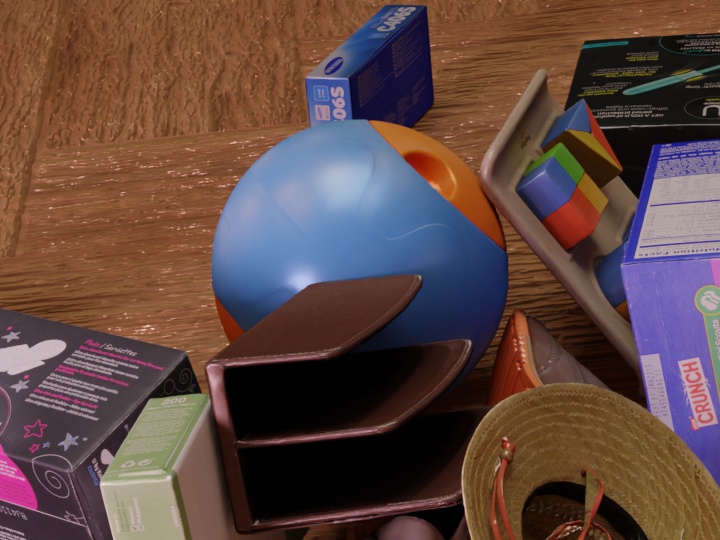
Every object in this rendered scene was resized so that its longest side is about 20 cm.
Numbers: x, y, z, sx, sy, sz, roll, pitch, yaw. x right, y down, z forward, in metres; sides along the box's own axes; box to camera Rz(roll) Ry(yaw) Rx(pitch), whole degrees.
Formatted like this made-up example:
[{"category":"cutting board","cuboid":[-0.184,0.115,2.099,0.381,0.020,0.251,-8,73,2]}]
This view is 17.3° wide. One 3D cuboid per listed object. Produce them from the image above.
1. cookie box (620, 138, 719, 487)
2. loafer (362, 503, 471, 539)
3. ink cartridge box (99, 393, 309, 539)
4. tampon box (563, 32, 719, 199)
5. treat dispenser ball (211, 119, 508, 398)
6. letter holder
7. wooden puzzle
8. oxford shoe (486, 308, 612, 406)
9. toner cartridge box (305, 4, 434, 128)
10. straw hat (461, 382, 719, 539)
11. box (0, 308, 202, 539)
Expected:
[{"category":"cookie box","cuboid":[0.223,0.030,1.496,0.075,0.172,0.200,-7,23,16]},{"category":"loafer","cuboid":[0.035,0.158,1.381,0.071,0.063,0.200,10,28,31]},{"category":"ink cartridge box","cuboid":[-0.085,0.135,1.356,0.048,0.147,0.200,-6,22,14]},{"category":"tampon box","cuboid":[0.237,-0.090,1.825,0.149,0.127,0.200,-1,24,12]},{"category":"treat dispenser ball","cuboid":[0.000,0.000,1.579,0.199,0.202,0.201,-5,23,2]},{"category":"letter holder","cuboid":[0.014,0.069,1.376,0.141,0.101,0.200,-7,10,17]},{"category":"wooden puzzle","cuboid":[0.169,-0.035,1.632,0.046,0.200,0.185,-31,11,27]},{"category":"oxford shoe","cuboid":[0.127,0.089,1.537,0.072,0.072,0.200,11,26,-11]},{"category":"toner cartridge box","cuboid":[0.011,-0.158,2.078,0.043,0.096,0.200,3,24,21]},{"category":"straw hat","cuboid":[0.114,0.163,1.312,0.201,0.201,0.085,-34,-7,-48]},{"category":"box","cuboid":[-0.187,0.113,1.424,0.199,0.133,0.115,11,44,38]}]
